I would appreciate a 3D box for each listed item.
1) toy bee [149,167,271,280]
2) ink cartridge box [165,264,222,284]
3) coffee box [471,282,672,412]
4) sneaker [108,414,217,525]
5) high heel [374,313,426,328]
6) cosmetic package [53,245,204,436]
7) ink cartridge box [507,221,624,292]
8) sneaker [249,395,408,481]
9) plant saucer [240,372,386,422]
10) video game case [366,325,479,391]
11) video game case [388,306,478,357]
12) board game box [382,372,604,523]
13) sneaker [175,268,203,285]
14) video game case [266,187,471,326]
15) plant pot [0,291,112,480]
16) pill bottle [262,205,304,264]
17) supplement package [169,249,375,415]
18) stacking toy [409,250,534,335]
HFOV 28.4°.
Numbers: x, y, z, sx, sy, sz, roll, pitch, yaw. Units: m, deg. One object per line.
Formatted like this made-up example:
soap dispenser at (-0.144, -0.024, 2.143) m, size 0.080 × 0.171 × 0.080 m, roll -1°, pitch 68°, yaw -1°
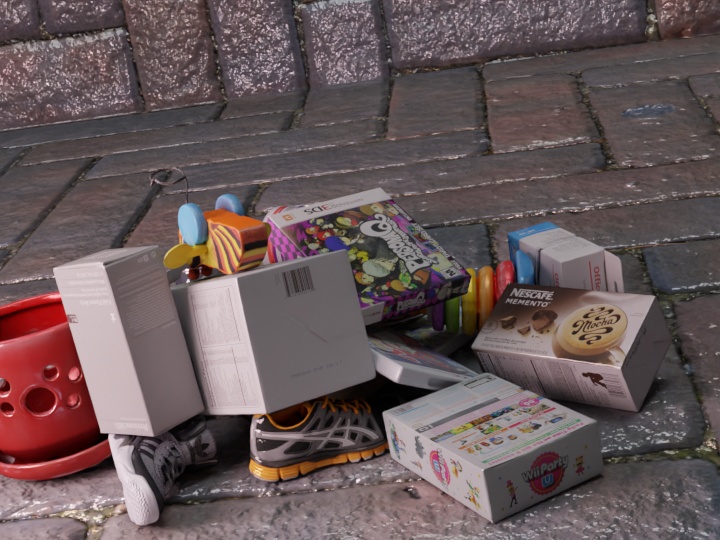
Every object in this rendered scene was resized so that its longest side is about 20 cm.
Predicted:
toy bee at (-0.163, -0.034, 1.607) m, size 0.130 × 0.109 × 0.200 m, roll -6°, pitch 26°, yaw -13°
ink cartridge box at (-0.209, 0.078, 1.743) m, size 0.047 × 0.201 × 0.160 m, roll 11°, pitch 33°, yaw 41°
coffee box at (0.246, 0.086, 1.664) m, size 0.199 × 0.080 × 0.113 m, roll 6°, pitch 49°, yaw 38°
sneaker at (-0.212, 0.211, 1.570) m, size 0.113 × 0.076 × 0.200 m, roll -16°, pitch 17°, yaw -11°
high heel at (0.008, 0.057, 1.845) m, size 0.142 × 0.072 × 0.200 m, roll -4°, pitch 10°, yaw 23°
cosmetic package at (-0.257, 0.078, 1.586) m, size 0.106 × 0.201 × 0.090 m, roll -6°, pitch 11°, yaw 45°
ink cartridge box at (0.267, 0.019, 1.848) m, size 0.067 × 0.117 × 0.200 m, roll -15°, pitch 19°, yaw -16°
sneaker at (-0.033, 0.173, 1.600) m, size 0.199 × 0.078 × 0.078 m, roll -16°, pitch 18°, yaw -23°
plant saucer at (-0.063, 0.152, 1.740) m, size 0.199 × 0.037 × 0.201 m, roll -8°, pitch 19°, yaw 3°
video game case at (0.047, 0.101, 1.685) m, size 0.182 × 0.023 × 0.200 m, roll 16°, pitch 7°, yaw -42°
video game case at (0.051, 0.088, 1.896) m, size 0.181 × 0.022 × 0.200 m, roll 5°, pitch 23°, yaw 36°
board game box at (0.138, 0.182, 1.516) m, size 0.147 × 0.065 × 0.200 m, roll -19°, pitch 19°, yaw -24°
sneaker at (-0.238, 0.033, 2.127) m, size 0.078 × 0.080 × 0.200 m, roll 0°, pitch -5°, yaw 7°
video game case at (0.008, -0.019, 1.757) m, size 0.180 × 0.036 × 0.200 m, roll -16°, pitch 46°, yaw -33°
plant pot at (-0.373, 0.136, 1.689) m, size 0.199 × 0.184 × 0.201 m, roll -11°, pitch 17°, yaw 3°
pill bottle at (-0.049, -0.043, 2.186) m, size 0.199 × 0.113 × 0.112 m, roll 2°, pitch 21°, yaw 28°
supplement package at (-0.112, 0.072, 1.613) m, size 0.151 × 0.152 × 0.199 m, roll -15°, pitch 3°, yaw -35°
stacking toy at (0.122, 0.042, 1.829) m, size 0.198 × 0.111 × 0.116 m, roll 0°, pitch 22°, yaw 3°
